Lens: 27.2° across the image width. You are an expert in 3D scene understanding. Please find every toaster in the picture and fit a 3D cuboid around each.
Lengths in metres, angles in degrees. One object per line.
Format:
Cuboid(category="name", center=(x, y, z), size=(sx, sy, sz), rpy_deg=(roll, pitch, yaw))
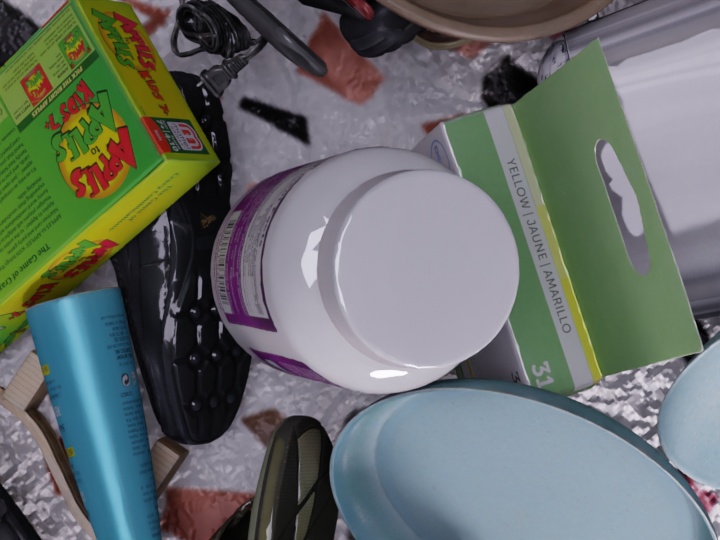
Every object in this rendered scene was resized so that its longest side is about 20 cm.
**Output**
Cuboid(category="toaster", center=(0.164, -0.050, 0.748), size=(0.129, 0.114, 0.201), rpy_deg=(-13, 95, 9))

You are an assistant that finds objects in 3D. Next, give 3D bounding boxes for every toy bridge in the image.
Cuboid(category="toy bridge", center=(-0.121, 0.123, 0.816), size=(0.200, 0.027, 0.067), rpy_deg=(34, 93, 6))

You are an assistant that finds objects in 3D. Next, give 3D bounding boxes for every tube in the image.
Cuboid(category="tube", center=(-0.125, 0.110, 0.769), size=(0.050, 0.077, 0.201), rpy_deg=(-14, 87, -2))

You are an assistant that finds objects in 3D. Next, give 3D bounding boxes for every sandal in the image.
Cuboid(category="sandal", center=(-0.062, 0.169, 0.758), size=(0.057, 0.080, 0.202), rpy_deg=(20, 99, 21))

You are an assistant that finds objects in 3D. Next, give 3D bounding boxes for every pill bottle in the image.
Cuboid(category="pill bottle", center=(0.000, 0.000, 0.705), size=(0.112, 0.200, 0.113), rpy_deg=(0, 90, -17))

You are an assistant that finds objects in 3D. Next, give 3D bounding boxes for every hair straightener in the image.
Cuboid(category="hair straightener", center=(-0.067, -0.130, 0.757), size=(0.041, 0.200, 0.077), rpy_deg=(39, 87, -36))

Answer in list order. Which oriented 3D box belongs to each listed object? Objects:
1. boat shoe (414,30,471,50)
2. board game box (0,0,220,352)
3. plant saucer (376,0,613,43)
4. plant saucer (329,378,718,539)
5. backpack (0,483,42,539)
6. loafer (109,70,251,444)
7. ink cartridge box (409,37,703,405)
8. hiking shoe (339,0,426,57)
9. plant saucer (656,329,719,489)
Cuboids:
Cuboid(category="boat shoe", center=(0.097, -0.197, 0.782), size=(0.200, 0.072, 0.072), rpy_deg=(-37, 83, 4))
Cuboid(category="board game box", center=(-0.176, -0.041, 0.780), size=(0.200, 0.048, 0.102), rpy_deg=(-38, 75, 26))
Cuboid(category="plant saucer", center=(0.054, -0.203, 0.709), size=(0.199, 0.029, 0.201), rpy_deg=(2, 81, -17))
Cuboid(category="plant saucer", center=(0.081, 0.120, 0.733), size=(0.199, 0.201, 0.027), rpy_deg=(22, 49, 8))
Cuboid(category="backpack", center=(-0.287, 0.158, 0.788), size=(0.200, 0.154, 0.163), rpy_deg=(-38, 89, -17))
Cuboid(category="loafer", center=(-0.103, -0.006, 0.808), size=(0.070, 0.068, 0.202), rpy_deg=(-3, 93, 42))
Cuboid(category="ink cartridge box", center=(0.079, -0.010, 0.713), size=(0.048, 0.200, 0.146), rpy_deg=(-17, 84, -15))
Cuboid(category="hiking shoe", center=(0.012, -0.202, 0.755), size=(0.101, 0.076, 0.201), rpy_deg=(33, 58, -30))
Cuboid(category="plant saucer", center=(0.239, 0.047, 0.714), size=(0.200, 0.201, 0.039), rpy_deg=(-9, 52, 6))
